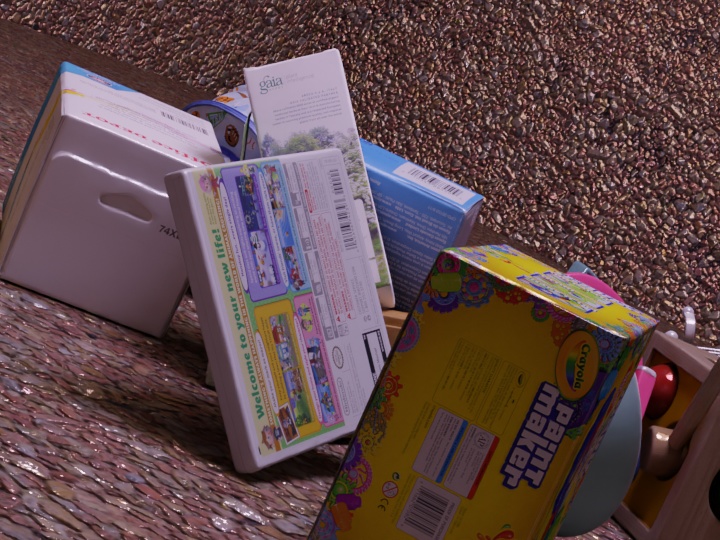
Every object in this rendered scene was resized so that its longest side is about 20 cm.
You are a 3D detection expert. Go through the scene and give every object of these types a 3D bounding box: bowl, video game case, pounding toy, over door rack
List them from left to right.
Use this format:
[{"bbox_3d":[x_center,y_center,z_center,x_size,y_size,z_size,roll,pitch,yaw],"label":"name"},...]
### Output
[{"bbox_3d":[-0.048,0.021,1.148,0.022,0.201,0.182,-14,0,35],"label":"video game case"},{"bbox_3d":[0.098,0.102,1.216,0.105,0.201,0.201,-6,25,-36],"label":"bowl"},{"bbox_3d":[0.290,0.102,1.591,0.147,0.200,0.067,7,48,0],"label":"over door rack"},{"bbox_3d":[0.284,0.144,1.413,0.142,0.185,0.200,22,8,-19],"label":"pounding toy"}]

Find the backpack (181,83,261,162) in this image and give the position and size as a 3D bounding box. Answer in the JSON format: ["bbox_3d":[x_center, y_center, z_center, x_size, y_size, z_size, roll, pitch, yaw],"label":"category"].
[{"bbox_3d":[-0.114,-0.082,1.646,0.200,0.191,0.154,15,24,39],"label":"backpack"}]

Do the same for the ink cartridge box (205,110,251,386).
[{"bbox_3d":[-0.084,-0.018,1.316,0.048,0.201,0.146,11,9,-4],"label":"ink cartridge box"}]

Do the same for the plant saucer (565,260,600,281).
[{"bbox_3d":[0.156,0.083,1.407,0.070,0.200,0.019,47,-26,-14],"label":"plant saucer"}]

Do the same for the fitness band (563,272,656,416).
[{"bbox_3d":[0.168,0.098,1.380,0.143,0.200,0.037,34,-24,-20],"label":"fitness band"}]

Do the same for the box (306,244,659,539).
[{"bbox_3d":[0.081,0.098,1.044,0.122,0.201,0.193,26,9,13],"label":"box"}]

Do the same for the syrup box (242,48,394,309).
[{"bbox_3d":[-0.032,-0.066,1.324,0.078,0.201,0.081,-13,-14,0],"label":"syrup box"}]

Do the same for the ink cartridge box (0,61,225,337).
[{"bbox_3d":[-0.208,-0.063,1.393,0.146,0.146,0.200,22,13,-16],"label":"ink cartridge box"}]

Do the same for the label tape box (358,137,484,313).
[{"bbox_3d":[0.000,0.000,1.425,0.143,0.200,0.066,26,24,10],"label":"label tape box"}]

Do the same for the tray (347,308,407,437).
[{"bbox_3d":[0.004,0.079,1.298,0.037,0.099,0.200,19,4,32],"label":"tray"}]
